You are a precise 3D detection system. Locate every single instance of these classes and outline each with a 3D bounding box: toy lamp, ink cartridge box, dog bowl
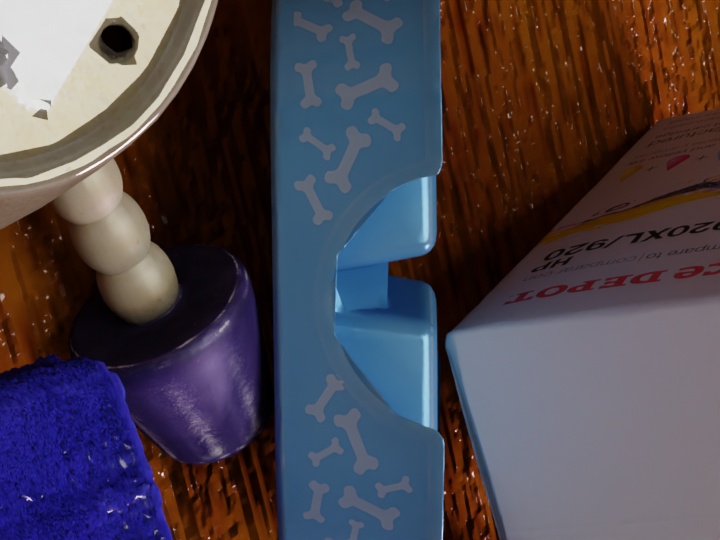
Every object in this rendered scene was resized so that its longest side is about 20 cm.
[{"bbox_3d":[-0.077,-0.029,0.773,0.058,0.058,0.200,-50,132,-32],"label":"toy lamp"},{"bbox_3d":[0.146,0.038,0.934,0.200,0.147,0.145,-42,119,-55],"label":"ink cartridge box"},{"bbox_3d":[0.000,0.000,0.840,0.111,0.049,0.200,-85,174,-80],"label":"dog bowl"}]

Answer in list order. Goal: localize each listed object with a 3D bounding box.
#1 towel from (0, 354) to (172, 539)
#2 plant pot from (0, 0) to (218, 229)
[{"bbox_3d":[-0.071,0.120,0.728,0.200,0.049,0.148,67,20,1],"label":"towel"},{"bbox_3d":[-0.115,-0.072,0.574,0.187,0.200,0.188,-5,99,-33],"label":"plant pot"}]
